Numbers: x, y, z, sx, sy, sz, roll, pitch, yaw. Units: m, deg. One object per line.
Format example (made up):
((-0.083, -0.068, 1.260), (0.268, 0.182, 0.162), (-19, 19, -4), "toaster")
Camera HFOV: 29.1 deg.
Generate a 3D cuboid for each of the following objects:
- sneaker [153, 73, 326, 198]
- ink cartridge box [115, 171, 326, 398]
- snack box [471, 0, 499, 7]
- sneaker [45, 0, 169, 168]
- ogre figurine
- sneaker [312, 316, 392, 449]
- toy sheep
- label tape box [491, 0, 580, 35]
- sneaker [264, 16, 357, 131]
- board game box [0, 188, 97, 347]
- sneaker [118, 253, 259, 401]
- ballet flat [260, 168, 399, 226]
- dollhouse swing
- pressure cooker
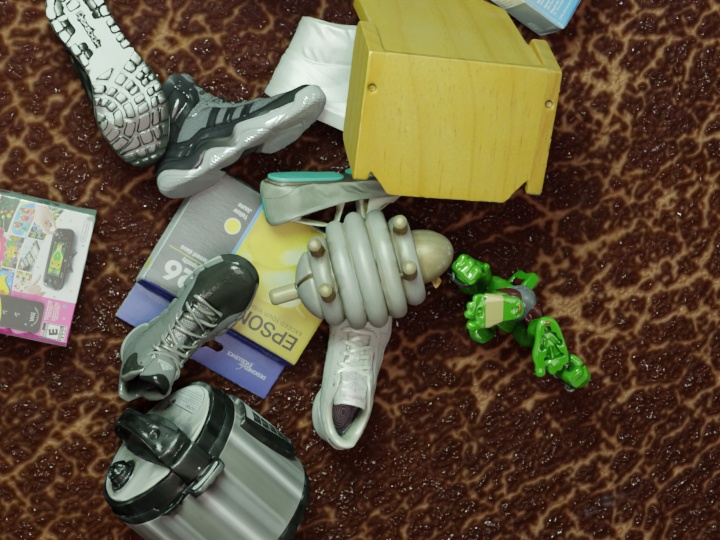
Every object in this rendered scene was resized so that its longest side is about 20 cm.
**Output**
((-0.141, -0.167, 1.446), (0.200, 0.075, 0.114), (-29, 77, 6), "sneaker")
((-0.133, 0.016, 1.521), (0.197, 0.047, 0.200), (30, 91, -15), "ink cartridge box")
((0.123, -0.264, 1.526), (0.072, 0.024, 0.200), (-25, 103, -6), "snack box")
((-0.255, -0.200, 1.433), (0.076, 0.088, 0.200), (-26, 93, -9), "sneaker")
((0.168, 0.048, 1.542), (0.200, 0.120, 0.098), (23, 100, -12), "ogre figurine")
((-0.001, 0.103, 1.531), (0.075, 0.100, 0.200), (8, 97, -11), "sneaker")
((0.000, 0.000, 1.456), (0.200, 0.138, 0.138), (-11, 102, 2), "toy sheep")
((0.162, -0.368, 1.479), (0.200, 0.066, 0.143), (32, 83, -15), "label tape box")
((0.011, -0.201, 1.492), (0.200, 0.074, 0.116), (23, 98, -12), "sneaker")
((-0.392, -0.013, 1.459), (0.200, 0.064, 0.148), (13, 97, -11), "board game box")
((-0.183, 0.075, 1.452), (0.075, 0.116, 0.200), (39, 117, -19), "sneaker")
((-0.014, -0.082, 1.503), (0.200, 0.067, 0.064), (-8, 106, -22), "ballet flat")
((0.078, -0.185, 1.437), (0.200, 0.176, 0.182), (3, 108, -15), "dollhouse swing")
((-0.173, 0.218, 1.468), (0.176, 0.179, 0.200), (-31, 117, 29), "pressure cooker")
